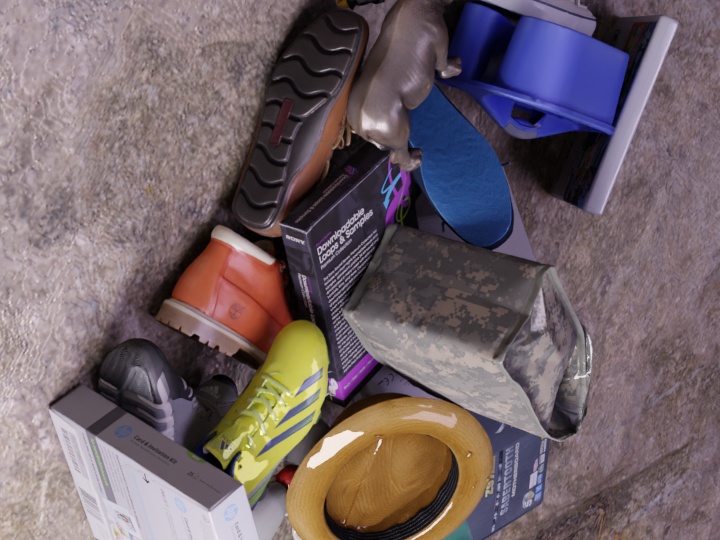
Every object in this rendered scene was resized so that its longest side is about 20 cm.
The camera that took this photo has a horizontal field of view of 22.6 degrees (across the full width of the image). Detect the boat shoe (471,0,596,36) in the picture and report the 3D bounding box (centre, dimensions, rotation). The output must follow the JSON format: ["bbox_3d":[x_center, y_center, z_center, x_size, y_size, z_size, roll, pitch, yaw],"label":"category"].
[{"bbox_3d":[0.158,-0.278,1.676,0.202,0.075,0.086,13,97,-43],"label":"boat shoe"}]

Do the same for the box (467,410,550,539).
[{"bbox_3d":[0.139,0.190,1.925,0.158,0.051,0.200,-23,127,-40],"label":"box"}]

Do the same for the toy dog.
[{"bbox_3d":[-0.110,0.209,1.629,0.200,0.096,0.132,-33,131,-55],"label":"toy dog"}]

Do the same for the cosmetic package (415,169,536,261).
[{"bbox_3d":[0.116,0.015,1.695,0.200,0.081,0.113,69,27,-15],"label":"cosmetic package"}]

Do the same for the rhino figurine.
[{"bbox_3d":[0.046,-0.189,1.492,0.087,0.060,0.200,27,83,-58],"label":"rhino figurine"}]

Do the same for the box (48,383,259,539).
[{"bbox_3d":[-0.158,0.194,1.448,0.041,0.200,0.156,-37,134,-29],"label":"box"}]

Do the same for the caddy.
[{"bbox_3d":[0.159,-0.174,1.672,0.200,0.141,0.105,12,96,-52],"label":"caddy"}]

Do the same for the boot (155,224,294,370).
[{"bbox_3d":[-0.082,0.034,1.559,0.200,0.075,0.107,34,78,-51],"label":"boot"}]

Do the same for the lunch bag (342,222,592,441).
[{"bbox_3d":[0.105,0.063,1.570,0.118,0.164,0.200,-61,147,-20],"label":"lunch bag"}]

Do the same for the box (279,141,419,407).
[{"bbox_3d":[0.000,0.000,1.567,0.143,0.036,0.200,-44,140,-35],"label":"box"}]

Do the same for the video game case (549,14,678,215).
[{"bbox_3d":[0.249,-0.157,1.789,0.182,0.023,0.200,-122,-126,-81],"label":"video game case"}]

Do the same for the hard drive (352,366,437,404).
[{"bbox_3d":[0.025,0.048,1.679,0.132,0.025,0.200,-38,117,-30],"label":"hard drive"}]

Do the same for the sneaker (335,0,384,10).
[{"bbox_3d":[0.016,-0.258,1.524,0.200,0.070,0.090,13,115,-52],"label":"sneaker"}]

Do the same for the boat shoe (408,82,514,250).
[{"bbox_3d":[0.079,-0.102,1.578,0.084,0.200,0.069,-25,160,0],"label":"boat shoe"}]

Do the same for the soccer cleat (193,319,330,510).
[{"bbox_3d":[-0.090,0.132,1.497,0.084,0.065,0.200,13,108,-58],"label":"soccer cleat"}]

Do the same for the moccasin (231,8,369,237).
[{"bbox_3d":[-0.041,-0.123,1.518,0.078,0.074,0.202,5,103,-66],"label":"moccasin"}]

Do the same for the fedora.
[{"bbox_3d":[0.020,0.175,1.630,0.200,0.082,0.201,-7,127,-10],"label":"fedora"}]

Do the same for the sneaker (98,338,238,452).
[{"bbox_3d":[-0.154,0.107,1.522,0.115,0.075,0.200,-42,148,-34],"label":"sneaker"}]

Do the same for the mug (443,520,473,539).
[{"bbox_3d":[0.027,0.273,1.736,0.114,0.152,0.185,-23,170,-38],"label":"mug"}]
